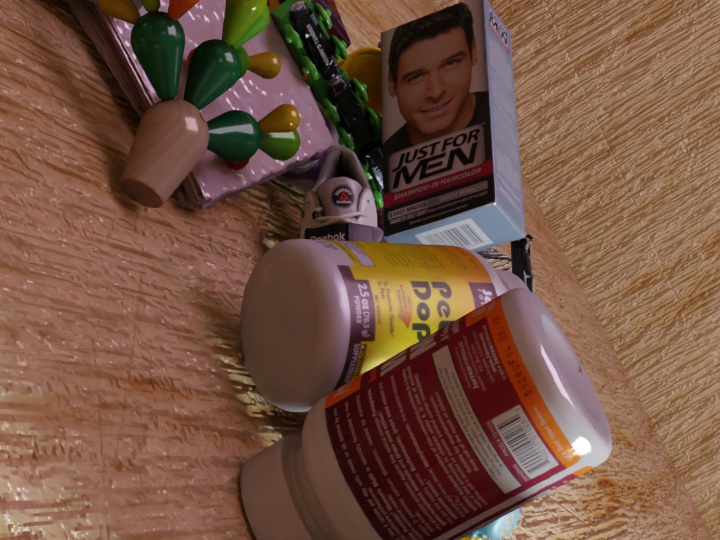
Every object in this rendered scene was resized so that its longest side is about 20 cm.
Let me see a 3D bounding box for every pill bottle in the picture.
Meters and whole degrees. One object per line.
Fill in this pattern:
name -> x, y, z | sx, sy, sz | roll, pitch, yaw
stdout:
pill bottle -> 0.025, 0.037, 0.934 | 0.198, 0.109, 0.110 | 1, 55, -39
pill bottle -> 0.035, 0.103, 0.799 | 0.110, 0.198, 0.110 | 54, 15, -22

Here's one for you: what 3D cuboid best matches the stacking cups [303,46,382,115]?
stacking cups -> -0.022, -0.160, 1.269 | 0.061, 0.060, 0.200 | 58, -16, -10

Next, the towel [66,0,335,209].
towel -> -0.114, -0.150, 1.021 | 0.193, 0.032, 0.200 | 62, 31, 0

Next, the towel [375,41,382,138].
towel -> 0.021, -0.095, 1.303 | 0.148, 0.021, 0.201 | 64, -24, 22

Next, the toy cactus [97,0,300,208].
toy cactus -> -0.112, -0.119, 0.894 | 0.166, 0.101, 0.201 | -64, 149, -26

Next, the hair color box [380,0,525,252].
hair color box -> 0.071, -0.112, 1.109 | 0.061, 0.098, 0.203 | 41, 40, -48

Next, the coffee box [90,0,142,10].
coffee box -> -0.196, -0.281, 0.932 | 0.114, 0.080, 0.202 | 17, 41, -43

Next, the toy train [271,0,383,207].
toy train -> -0.015, -0.136, 1.130 | 0.056, 0.041, 0.201 | 44, -15, 56

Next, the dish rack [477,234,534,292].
dish rack -> 0.102, 0.031, 1.156 | 0.200, 0.054, 0.156 | -137, -139, -76

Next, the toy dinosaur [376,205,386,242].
toy dinosaur -> 0.000, 0.000, 1.158 | 0.136, 0.086, 0.200 | 50, 30, 4

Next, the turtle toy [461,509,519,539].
turtle toy -> 0.051, 0.145, 0.949 | 0.200, 0.143, 0.103 | 67, 18, -82

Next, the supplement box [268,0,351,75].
supplement box -> -0.096, -0.265, 1.264 | 0.086, 0.109, 0.202 | 43, 22, -50

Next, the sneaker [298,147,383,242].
sneaker -> -0.019, -0.019, 1.052 | 0.201, 0.073, 0.089 | -95, -179, -52

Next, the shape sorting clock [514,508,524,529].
shape sorting clock -> 0.096, 0.148, 1.282 | 0.201, 0.039, 0.201 | 56, 14, -22

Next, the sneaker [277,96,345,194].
sneaker -> -0.048, -0.103, 1.244 | 0.200, 0.075, 0.100 | 50, -6, -31
